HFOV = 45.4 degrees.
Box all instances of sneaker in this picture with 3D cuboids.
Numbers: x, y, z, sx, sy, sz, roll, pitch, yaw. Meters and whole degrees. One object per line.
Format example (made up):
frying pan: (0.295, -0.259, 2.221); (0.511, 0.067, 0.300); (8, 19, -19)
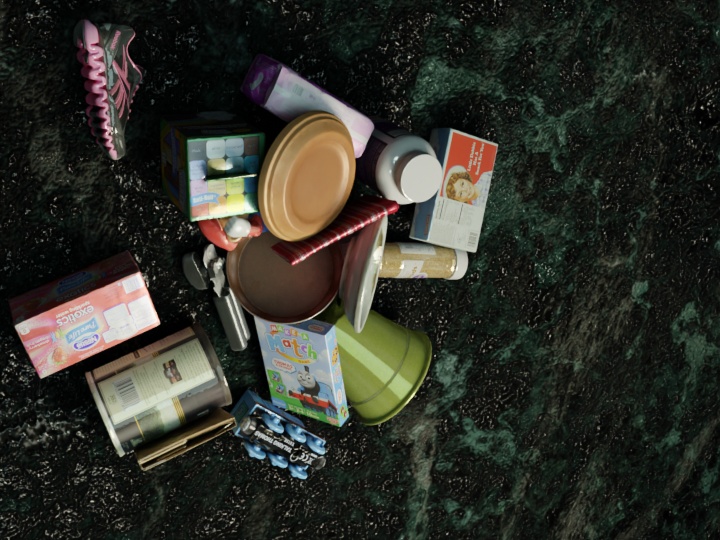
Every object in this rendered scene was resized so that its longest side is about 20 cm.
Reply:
sneaker: (-0.045, -0.019, 1.529); (0.200, 0.078, 0.100); (-43, 154, -17)
sneaker: (-0.351, -0.263, 1.249); (0.094, 0.079, 0.204); (-19, 121, -33)

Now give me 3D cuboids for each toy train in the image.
toy train: (-0.148, 0.302, 1.575); (0.199, 0.114, 0.087); (34, 96, -35)

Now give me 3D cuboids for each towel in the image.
towel: (-0.042, -0.067, 1.383); (0.198, 0.144, 0.023); (-29, 106, -12)

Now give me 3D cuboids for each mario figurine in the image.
mario figurine: (-0.166, -0.100, 1.385); (0.196, 0.124, 0.108); (-10, 79, -3)

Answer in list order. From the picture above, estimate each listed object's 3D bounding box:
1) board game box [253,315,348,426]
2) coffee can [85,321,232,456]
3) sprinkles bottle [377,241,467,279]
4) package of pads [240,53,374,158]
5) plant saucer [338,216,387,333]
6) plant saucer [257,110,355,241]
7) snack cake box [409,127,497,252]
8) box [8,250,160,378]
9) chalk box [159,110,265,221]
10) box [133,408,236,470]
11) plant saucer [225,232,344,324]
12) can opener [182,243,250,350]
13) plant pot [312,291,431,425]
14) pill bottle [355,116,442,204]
board game box: (-0.102, 0.167, 1.497); (0.037, 0.149, 0.203); (-45, 137, -45)
coffee can: (-0.329, 0.192, 1.408); (0.197, 0.146, 0.149); (-24, 121, -17)
sprinkles bottle: (0.103, -0.019, 1.602); (0.197, 0.068, 0.070); (1, 111, -29)
package of pads: (-0.082, -0.259, 1.363); (0.198, 0.120, 0.077); (25, 99, -35)
plant saucer: (0.000, 0.000, 1.432); (0.049, 0.200, 0.204); (12, 109, 6)
plant saucer: (-0.071, -0.136, 1.291); (0.199, 0.037, 0.203); (-33, 136, -38)
snack cake box: (0.168, -0.144, 1.557); (0.113, 0.067, 0.204); (12, 91, -29)
box: (-0.425, 0.065, 1.330); (0.197, 0.095, 0.104); (-25, 121, -17)
chalk box: (-0.215, -0.154, 1.286); (0.123, 0.200, 0.126); (-8, 115, -25)
box: (-0.299, 0.271, 1.433); (0.161, 0.200, 0.022); (-24, 96, -18)
plant saucer: (-0.125, -0.006, 1.440); (0.198, 0.202, 0.035); (-32, 166, -12)
can opener: (-0.239, 0.046, 1.460); (0.065, 0.053, 0.203); (-10, 120, 15)
plant pot: (-0.004, 0.141, 1.558); (0.189, 0.200, 0.201); (41, 89, -23)
pill bottle: (0.053, -0.180, 1.423); (0.110, 0.200, 0.115); (-11, 117, -23)
